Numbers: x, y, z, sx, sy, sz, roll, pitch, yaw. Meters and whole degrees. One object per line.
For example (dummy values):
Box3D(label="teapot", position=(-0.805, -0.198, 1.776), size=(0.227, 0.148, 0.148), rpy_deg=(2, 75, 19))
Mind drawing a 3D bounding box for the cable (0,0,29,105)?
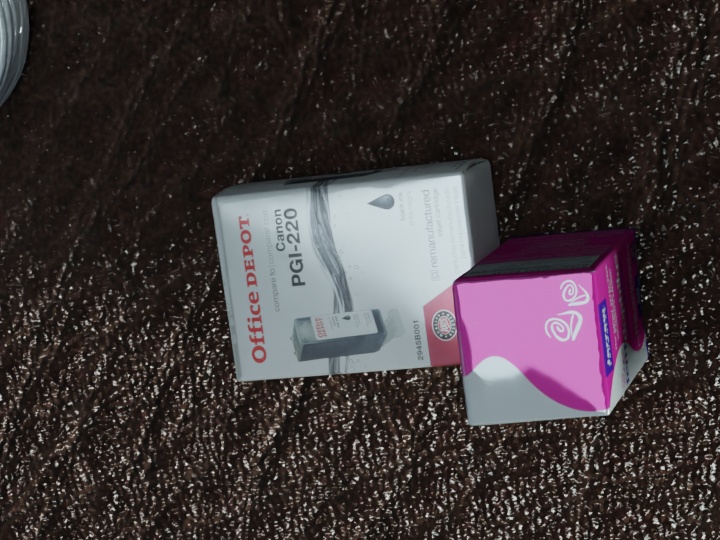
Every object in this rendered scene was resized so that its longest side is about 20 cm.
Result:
Box3D(label="cable", position=(-0.358, -0.193, 1.682), size=(0.200, 0.069, 0.200), rpy_deg=(33, 108, 8))

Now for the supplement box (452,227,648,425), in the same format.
Box3D(label="supplement box", position=(0.136, 0.036, 1.506), size=(0.103, 0.200, 0.102), rpy_deg=(-5, 99, 17))

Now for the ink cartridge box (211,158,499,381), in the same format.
Box3D(label="ink cartridge box", position=(0.000, 0.000, 1.602), size=(0.199, 0.085, 0.146), rpy_deg=(-5, 98, 19))
